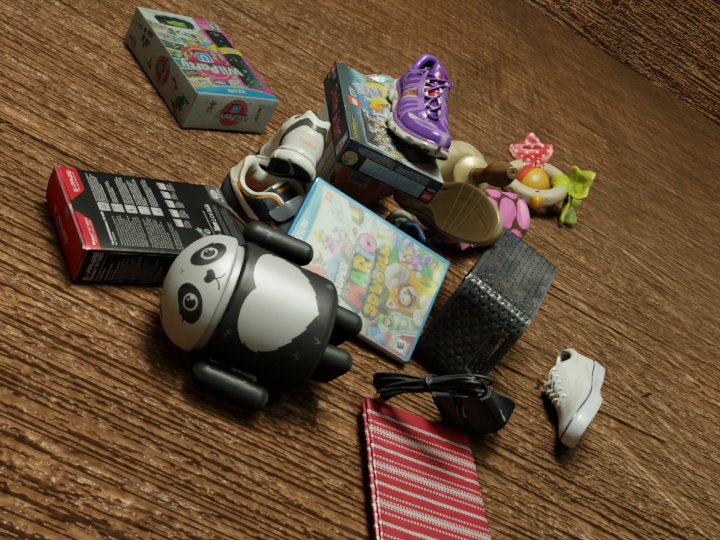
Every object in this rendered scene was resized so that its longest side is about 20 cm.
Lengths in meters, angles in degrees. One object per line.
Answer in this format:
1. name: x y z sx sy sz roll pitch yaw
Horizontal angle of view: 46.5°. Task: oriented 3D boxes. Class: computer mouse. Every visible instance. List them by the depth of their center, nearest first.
1. computer mouse: 0.091 0.150 0.923 0.200 0.139 0.047 42 51 -64

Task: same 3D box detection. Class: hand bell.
1. hand bell: 0.160 -0.127 1.107 0.103 0.105 0.200 26 -3 -14

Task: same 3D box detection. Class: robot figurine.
1. robot figurine: -0.099 0.044 0.830 0.198 0.125 0.151 25 25 -17

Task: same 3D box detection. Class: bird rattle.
1. bird rattle: 0.337 -0.178 1.576 0.162 0.113 0.200 -19 55 -34

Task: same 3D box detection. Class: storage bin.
1. storage bin: 0.161 0.046 1.063 0.093 0.136 0.200 37 31 5

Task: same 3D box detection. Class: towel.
1. towel: 0.066 0.226 0.844 0.143 0.023 0.201 23 35 -23

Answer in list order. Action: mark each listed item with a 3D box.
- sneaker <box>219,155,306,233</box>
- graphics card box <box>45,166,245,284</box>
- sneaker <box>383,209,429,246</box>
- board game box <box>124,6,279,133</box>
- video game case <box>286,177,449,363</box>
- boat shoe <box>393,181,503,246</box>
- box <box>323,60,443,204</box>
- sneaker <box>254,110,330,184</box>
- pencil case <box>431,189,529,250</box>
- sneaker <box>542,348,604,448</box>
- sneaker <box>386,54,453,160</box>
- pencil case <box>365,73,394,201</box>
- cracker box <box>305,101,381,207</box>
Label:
1. sneaker: -0.090 -0.056 1.022 0.199 0.080 0.078 40 31 6
2. graphics card box: -0.225 -0.044 0.902 0.198 0.051 0.126 2 44 -41
3. sneaker: 0.061 -0.035 1.127 0.076 0.086 0.201 28 31 -10
4. board game box: -0.231 -0.288 1.213 0.147 0.065 0.201 -5 50 -46
5. video game case: 0.000 0.000 1.000 0.199 0.018 0.144 32 67 -13
6. boat shoe: 0.124 -0.075 1.098 0.064 0.072 0.200 39 -1 -39
7. box: 0.025 -0.181 1.075 0.135 0.038 0.201 22 34 -24
8. sneaker: -0.085 -0.154 1.081 0.073 0.081 0.200 29 -8 -20
9. pencil case: 0.193 -0.078 1.310 0.199 0.091 0.094 -6 55 -50
10. sneaker: 0.269 0.163 1.087 0.070 0.074 0.200 29 21 9
11. sneaker: 0.081 -0.215 1.058 0.080 0.084 0.201 22 35 -23
12. pencil case: 0.022 -0.204 1.265 0.087 0.087 0.202 18 53 -24
13. cracker box: -0.025 -0.161 1.168 0.057 0.135 0.201 19 34 -24
